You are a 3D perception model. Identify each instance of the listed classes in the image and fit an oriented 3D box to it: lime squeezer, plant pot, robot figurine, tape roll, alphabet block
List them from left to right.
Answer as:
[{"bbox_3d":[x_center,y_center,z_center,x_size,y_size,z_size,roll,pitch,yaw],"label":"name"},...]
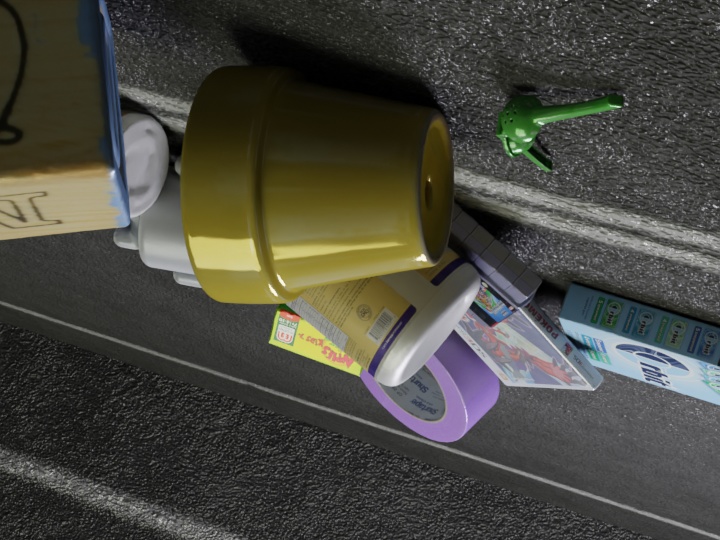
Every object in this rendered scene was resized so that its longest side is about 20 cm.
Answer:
[{"bbox_3d":[-0.302,-0.135,1.362,0.200,0.196,0.196,-7,167,-5],"label":"alphabet block"},{"bbox_3d":[-0.166,-0.051,1.799,0.200,0.113,0.170,10,129,6],"label":"robot figurine"},{"bbox_3d":[-0.027,-0.069,1.374,0.189,0.201,0.201,2,163,16],"label":"plant pot"},{"bbox_3d":[0.074,0.113,2.034,0.200,0.066,0.200,36,150,25],"label":"tape roll"},{"bbox_3d":[0.137,-0.111,1.273,0.070,0.038,0.200,-9,170,-10],"label":"lime squeezer"}]

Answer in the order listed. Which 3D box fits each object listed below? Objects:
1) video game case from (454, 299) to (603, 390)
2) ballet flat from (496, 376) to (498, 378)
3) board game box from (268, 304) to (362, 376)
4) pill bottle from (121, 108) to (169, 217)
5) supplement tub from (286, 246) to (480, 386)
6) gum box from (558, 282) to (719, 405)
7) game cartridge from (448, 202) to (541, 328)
[{"bbox_3d":[0.157,0.063,1.841,0.182,0.023,0.200,47,161,-15],"label":"video game case"},{"bbox_3d":[0.159,0.092,2.036,0.200,0.068,0.064,16,-179,43],"label":"ballet flat"},{"bbox_3d":[-0.014,0.025,1.752,0.101,0.200,0.048,19,123,8],"label":"board game box"},{"bbox_3d":[-0.311,-0.128,1.747,0.200,0.111,0.111,15,166,28],"label":"pill bottle"},{"bbox_3d":[0.000,0.000,1.607,0.200,0.145,0.145,40,171,11],"label":"supplement tub"},{"bbox_3d":[0.319,0.085,1.757,0.200,0.045,0.170,17,166,19],"label":"gum box"},{"bbox_3d":[0.109,-0.002,1.679,0.130,0.038,0.200,46,167,2],"label":"game cartridge"}]
